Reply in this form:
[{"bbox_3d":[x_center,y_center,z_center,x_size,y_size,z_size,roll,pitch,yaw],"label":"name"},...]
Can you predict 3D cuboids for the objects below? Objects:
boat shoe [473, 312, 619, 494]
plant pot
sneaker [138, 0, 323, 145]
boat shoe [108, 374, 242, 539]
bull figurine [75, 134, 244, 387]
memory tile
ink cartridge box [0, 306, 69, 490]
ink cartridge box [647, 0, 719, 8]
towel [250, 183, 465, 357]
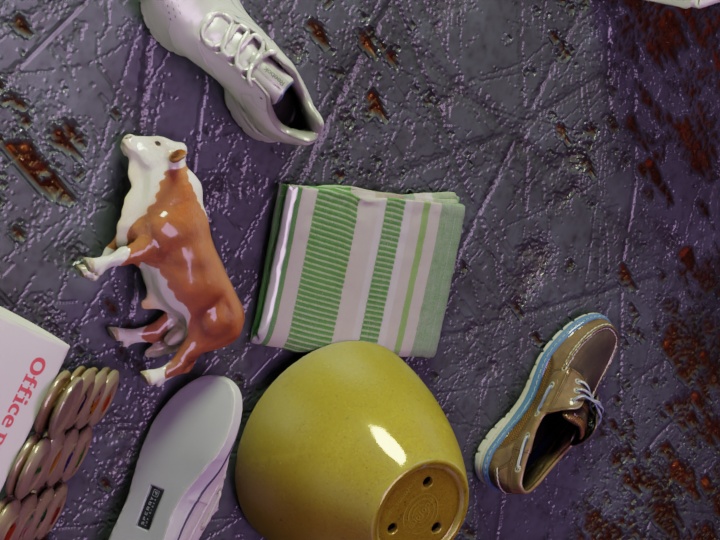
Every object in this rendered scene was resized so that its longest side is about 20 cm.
[{"bbox_3d":[0.194,0.133,1.771,0.072,0.072,0.201,41,79,-37],"label":"boat shoe"},{"bbox_3d":[0.011,0.180,1.600,0.199,0.142,0.202,-15,118,-30],"label":"plant pot"},{"bbox_3d":[-0.094,-0.173,1.464,0.075,0.087,0.200,-52,125,-9],"label":"sneaker"},{"bbox_3d":[-0.148,0.184,1.556,0.201,0.071,0.070,-67,155,-4],"label":"boat shoe"},{"bbox_3d":[-0.159,-0.008,1.483,0.121,0.065,0.201,-34,119,-18],"label":"bull figurine"},{"bbox_3d":[-0.233,0.144,1.415,0.017,0.200,0.154,25,90,4],"label":"memory tile"},{"bbox_3d":[-0.343,0.066,1.322,0.199,0.144,0.148,30,85,-37],"label":"ink cartridge box"},{"bbox_3d":[0.325,-0.308,1.684,0.199,0.145,0.085,-20,115,-30],"label":"ink cartridge box"},{"bbox_3d":[0.000,0.000,1.626,0.199,0.023,0.154,3,103,-38],"label":"towel"}]
